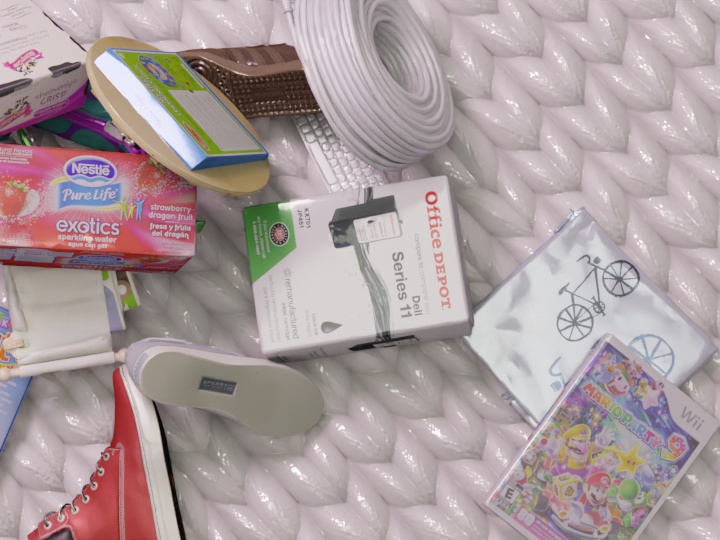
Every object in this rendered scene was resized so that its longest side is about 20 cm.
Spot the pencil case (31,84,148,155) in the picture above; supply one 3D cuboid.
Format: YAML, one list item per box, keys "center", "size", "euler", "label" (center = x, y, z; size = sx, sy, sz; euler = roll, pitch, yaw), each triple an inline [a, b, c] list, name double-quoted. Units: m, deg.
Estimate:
- center: [-0.278, -0.164, 1.687]
  size: [0.199, 0.092, 0.085]
  euler: [19, 114, 4]
  label: "pencil case"

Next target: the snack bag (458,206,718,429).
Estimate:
- center: [0.211, 0.068, 1.693]
  size: [0.189, 0.021, 0.200]
  euler: [-42, 84, -8]
  label: "snack bag"

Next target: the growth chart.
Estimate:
- center: [-0.273, 0.000, 1.649]
  size: [0.144, 0.018, 0.201]
  euler: [-3, 82, -17]
  label: "growth chart"

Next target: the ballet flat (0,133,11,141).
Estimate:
- center: [-0.416, -0.133, 1.601]
  size: [0.199, 0.070, 0.068]
  euler: [-11, 121, -25]
  label: "ballet flat"

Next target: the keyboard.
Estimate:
- center: [-0.003, -0.083, 1.719]
  size: [0.056, 0.011, 0.200]
  euler: [-26, 82, -5]
  label: "keyboard"

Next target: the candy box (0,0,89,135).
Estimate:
- center: [-0.358, -0.210, 1.599]
  size: [0.200, 0.061, 0.136]
  euler: [42, 43, 22]
  label: "candy box"

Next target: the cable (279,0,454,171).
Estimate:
- center: [0.015, -0.192, 1.647]
  size: [0.069, 0.200, 0.201]
  euler: [-24, 71, 27]
  label: "cable"

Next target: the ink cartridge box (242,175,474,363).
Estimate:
- center: [0.000, 0.000, 1.659]
  size: [0.199, 0.083, 0.147]
  euler: [-10, 80, 4]
  label: "ink cartridge box"

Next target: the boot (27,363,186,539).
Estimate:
- center: [-0.248, 0.194, 1.642]
  size: [0.144, 0.072, 0.201]
  euler: [-10, 85, -1]
  label: "boot"

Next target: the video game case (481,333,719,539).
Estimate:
- center: [0.227, 0.181, 1.656]
  size: [0.143, 0.018, 0.200]
  euler: [38, 84, -10]
  label: "video game case"

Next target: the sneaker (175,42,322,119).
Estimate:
- center: [-0.103, -0.186, 1.713]
  size: [0.199, 0.076, 0.071]
  euler: [7, 119, 18]
  label: "sneaker"

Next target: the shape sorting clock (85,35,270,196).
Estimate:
- center: [-0.166, -0.139, 1.597]
  size: [0.200, 0.200, 0.039]
  euler: [46, 110, 6]
  label: "shape sorting clock"

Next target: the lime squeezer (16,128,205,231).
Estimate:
- center: [-0.253, -0.060, 1.686]
  size: [0.200, 0.038, 0.071]
  euler: [27, 105, -8]
  label: "lime squeezer"

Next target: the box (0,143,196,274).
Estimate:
- center: [-0.254, -0.054, 1.603]
  size: [0.199, 0.100, 0.096]
  euler: [3, 80, -16]
  label: "box"

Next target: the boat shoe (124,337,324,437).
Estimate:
- center: [-0.128, 0.101, 1.642]
  size: [0.200, 0.071, 0.070]
  euler: [17, 101, -32]
  label: "boat shoe"

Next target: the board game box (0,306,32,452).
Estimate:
- center: [-0.389, 0.117, 1.624]
  size: [0.151, 0.037, 0.201]
  euler: [29, 79, -38]
  label: "board game box"
